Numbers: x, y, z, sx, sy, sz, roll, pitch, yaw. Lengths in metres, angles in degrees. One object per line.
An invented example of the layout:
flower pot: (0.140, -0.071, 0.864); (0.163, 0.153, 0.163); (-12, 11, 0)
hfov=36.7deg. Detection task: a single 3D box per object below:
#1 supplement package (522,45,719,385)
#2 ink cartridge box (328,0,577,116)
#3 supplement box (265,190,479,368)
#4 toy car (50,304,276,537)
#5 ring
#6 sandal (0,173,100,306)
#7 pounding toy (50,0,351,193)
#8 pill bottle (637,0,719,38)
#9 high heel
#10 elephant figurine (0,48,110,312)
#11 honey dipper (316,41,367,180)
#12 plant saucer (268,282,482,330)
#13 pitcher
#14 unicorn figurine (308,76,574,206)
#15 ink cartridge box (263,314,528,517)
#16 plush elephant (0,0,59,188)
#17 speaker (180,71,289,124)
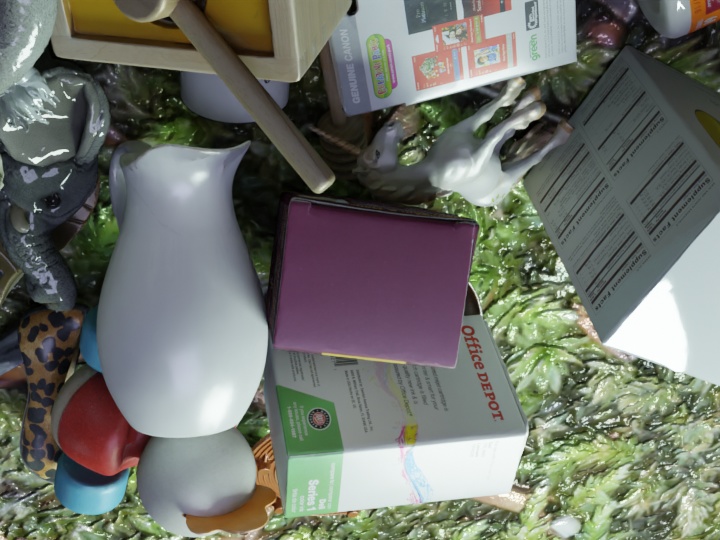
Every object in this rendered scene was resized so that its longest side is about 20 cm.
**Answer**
supplement package: (0.253, -0.041, 0.852); (0.151, 0.201, 0.151); (19, 123, -27)
ink cartridge box: (0.047, -0.223, 0.727); (0.174, 0.084, 0.201); (-15, 131, -5)
supplement box: (0.000, 0.000, 0.806); (0.130, 0.200, 0.104); (8, 94, -6)
toy car: (-0.133, 0.145, 0.888); (0.176, 0.200, 0.186); (-15, 134, -45)
ring: (-0.020, 0.199, 1.085); (0.198, 0.019, 0.201); (-7, 141, -6)
sandal: (-0.277, -0.024, 0.837); (0.080, 0.054, 0.200); (36, 109, -19)
pounding toy: (-0.087, -0.173, 0.598); (0.182, 0.143, 0.201); (8, 130, 15)
pill bottle: (0.285, -0.249, 0.749); (0.198, 0.110, 0.110); (-22, 131, 6)
high heel: (-0.241, 0.117, 0.952); (0.142, 0.072, 0.200); (-32, 123, 17)
elephant figurine: (-0.229, -0.098, 0.742); (0.200, 0.142, 0.155); (37, 128, -28)
honey dipper: (-0.020, -0.144, 0.784); (0.038, 0.038, 0.201); (-12, 143, -3)
plant saucer: (0.011, 0.051, 0.983); (0.198, 0.035, 0.202); (-6, 131, -7)
pitcher: (-0.139, 0.006, 0.790); (0.120, 0.171, 0.202); (-6, 101, -31)
unicorn figurine: (0.081, -0.090, 0.822); (0.137, 0.074, 0.200); (-41, 142, 17)
ink cartridge box: (0.024, 0.120, 0.925); (0.198, 0.145, 0.085); (-3, 131, -11)
plush elephant: (-0.239, -0.113, 0.555); (0.163, 0.155, 0.201); (12, 141, 21)
speaker: (-0.081, -0.203, 0.720); (0.080, 0.082, 0.201); (-3, 130, -11)
